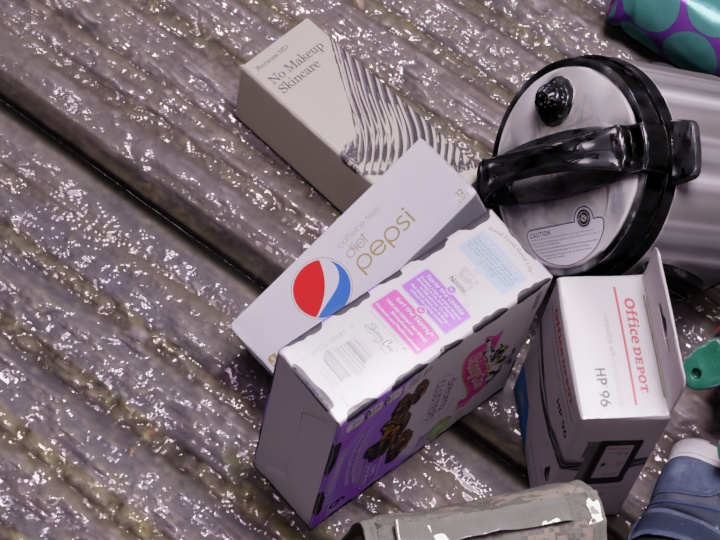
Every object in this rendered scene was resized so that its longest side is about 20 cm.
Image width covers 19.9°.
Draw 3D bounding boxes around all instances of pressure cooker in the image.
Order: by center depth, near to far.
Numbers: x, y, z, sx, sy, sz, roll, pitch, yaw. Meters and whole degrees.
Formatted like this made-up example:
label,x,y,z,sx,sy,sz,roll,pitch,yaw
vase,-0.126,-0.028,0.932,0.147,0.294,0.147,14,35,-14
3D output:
label,x,y,z,sx,sy,sz,roll,pitch,yaw
pressure cooker,0.193,-0.072,1.541,0.199,0.176,0.179,5,37,-41

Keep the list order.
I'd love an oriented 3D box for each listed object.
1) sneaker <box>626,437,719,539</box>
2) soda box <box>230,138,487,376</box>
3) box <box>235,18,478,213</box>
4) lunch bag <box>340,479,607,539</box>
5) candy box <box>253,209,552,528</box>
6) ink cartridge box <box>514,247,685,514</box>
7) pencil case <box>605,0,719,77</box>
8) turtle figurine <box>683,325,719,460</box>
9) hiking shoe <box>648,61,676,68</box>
label,x,y,z,sx,sy,sz,roll,pitch,yaw
sneaker,0.284,0.219,1.455,0.201,0.077,0.146,24,46,18
soda box,0.000,0.000,1.513,0.200,0.068,0.064,-45,72,-2
box,-0.002,-0.101,1.620,0.200,0.069,0.082,41,62,16
lunch bag,0.066,0.216,1.358,0.163,0.200,0.118,-7,59,-14
candy box,0.028,0.071,1.460,0.200,0.168,0.072,-34,69,-25
ink cartridge box,0.166,0.081,1.456,0.067,0.200,0.117,-1,58,-10
pencil case,0.308,-0.204,1.725,0.199,0.085,0.093,30,74,9
turtle figurine,0.310,0.077,1.531,0.150,0.101,0.200,50,33,11
hiking shoe,0.294,-0.106,1.652,0.075,0.101,0.200,-26,66,-23
